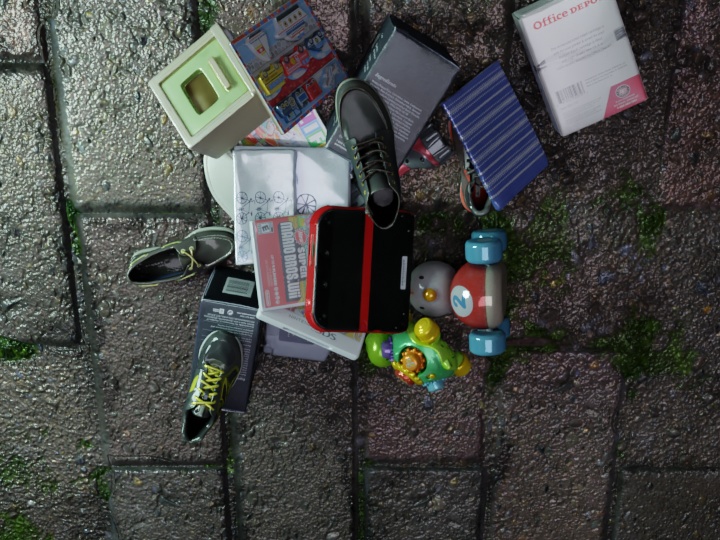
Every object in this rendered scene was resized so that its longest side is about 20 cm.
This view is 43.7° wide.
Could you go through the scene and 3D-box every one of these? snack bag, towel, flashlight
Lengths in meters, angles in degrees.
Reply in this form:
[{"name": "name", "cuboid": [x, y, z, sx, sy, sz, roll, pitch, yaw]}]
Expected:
[{"name": "snack bag", "cuboid": [-0.105, -0.104, 1.444, 0.198, 0.021, 0.191, -1, 96, -11]}, {"name": "towel", "cuboid": [0.217, -0.214, 1.434, 0.145, 0.024, 0.201, -41, 110, -28]}, {"name": "flashlight", "cuboid": [0.058, -0.157, 1.475, 0.200, 0.068, 0.068, -39, 108, 12]}]

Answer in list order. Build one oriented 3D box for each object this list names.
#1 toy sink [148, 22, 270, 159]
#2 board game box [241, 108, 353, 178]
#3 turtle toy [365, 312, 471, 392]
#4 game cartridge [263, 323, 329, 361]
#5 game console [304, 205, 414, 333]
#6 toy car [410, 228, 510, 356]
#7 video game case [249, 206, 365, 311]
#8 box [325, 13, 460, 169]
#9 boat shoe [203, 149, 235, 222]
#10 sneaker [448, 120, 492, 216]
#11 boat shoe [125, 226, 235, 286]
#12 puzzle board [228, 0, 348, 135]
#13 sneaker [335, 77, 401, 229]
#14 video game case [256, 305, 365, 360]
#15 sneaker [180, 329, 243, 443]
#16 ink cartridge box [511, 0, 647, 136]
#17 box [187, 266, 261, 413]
[{"name": "toy sink", "cuboid": [-0.199, -0.288, 1.372, 0.199, 0.112, 0.131, -35, 79, 12]}, {"name": "board game box", "cuboid": [-0.117, -0.210, 1.471, 0.134, 0.034, 0.201, -27, 109, 10]}, {"name": "turtle toy", "cuboid": [0.087, 0.139, 1.539, 0.101, 0.199, 0.146, -53, 126, -11]}, {"name": "game cartridge", "cuboid": [-0.096, 0.060, 1.577, 0.132, 0.041, 0.202, 9, 111, 0]}, {"name": "game console", "cuboid": [0.000, 0.000, 1.441, 0.175, 0.031, 0.202, 2, 93, -23]}, {"name": "toy car", "cuboid": [0.145, 0.034, 1.506, 0.198, 0.177, 0.186, -2, 102, 14]}, {"name": "video game case", "cuboid": [-0.072, -0.020, 1.435, 0.198, 0.017, 0.145, -8, 96, -20]}, {"name": "box", "cuboid": [0.044, -0.265, 1.362, 0.117, 0.197, 0.201, 28, 109, -11]}, {"name": "boat shoe", "cuboid": [-0.188, -0.123, 1.489, 0.075, 0.062, 0.201, -30, 104, 22]}, {"name": "sneaker", "cuboid": [0.192, -0.181, 1.457, 0.076, 0.082, 0.202, -11, 111, 4]}, {"name": "boat shoe", "cuboid": [-0.303, -0.018, 1.531, 0.199, 0.061, 0.072, -17, 111, 7]}, {"name": "puzzle board", "cuboid": [-0.100, -0.315, 1.354, 0.017, 0.200, 0.151, -13, 116, 40]}, {"name": "sneaker", "cuboid": [0.019, -0.162, 1.239, 0.074, 0.106, 0.202, -18, 112, 5]}, {"name": "video game case", "cuboid": [-0.059, 0.024, 1.489, 0.181, 0.202, 0.023, 25, 151, -14]}, {"name": "sneaker", "cuboid": [-0.239, 0.193, 1.445, 0.074, 0.085, 0.202, 16, 111, -6]}, {"name": "ink cartridge box", "cuboid": [0.340, -0.335, 1.396, 0.145, 0.083, 0.201, -23, 110, 9]}, {"name": "box", "cuboid": [-0.224, 0.117, 1.538, 0.103, 0.148, 0.202, 11, 111, -4]}]
